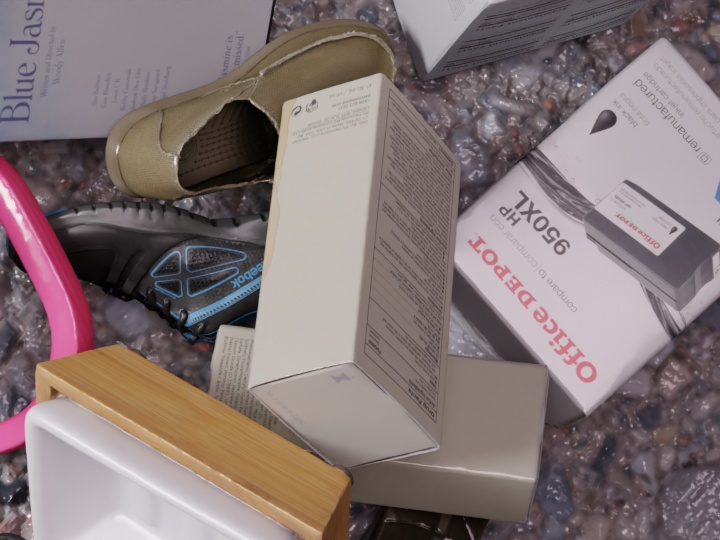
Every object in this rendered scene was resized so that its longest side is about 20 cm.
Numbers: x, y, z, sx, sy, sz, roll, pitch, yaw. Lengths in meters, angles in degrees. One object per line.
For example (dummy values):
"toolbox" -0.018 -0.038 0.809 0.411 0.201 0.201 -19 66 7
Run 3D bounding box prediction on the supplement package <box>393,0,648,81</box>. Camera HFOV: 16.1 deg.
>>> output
"supplement package" 0.093 -0.241 1.538 0.147 0.200 0.191 -16 84 -12

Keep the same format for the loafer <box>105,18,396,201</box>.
"loafer" -0.054 -0.088 1.535 0.200 0.067 0.076 -29 125 -22

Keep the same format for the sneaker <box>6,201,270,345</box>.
"sneaker" -0.113 0.002 1.531 0.200 0.073 0.082 2 85 -7

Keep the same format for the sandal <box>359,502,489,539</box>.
"sandal" 0.010 0.191 1.533 0.082 0.055 0.200 35 63 -7

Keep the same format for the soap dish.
"soap dish" -0.094 0.141 1.445 0.200 0.157 0.081 29 50 23

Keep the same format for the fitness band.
"fitness band" -0.241 0.013 1.496 0.144 0.037 0.200 -30 87 15

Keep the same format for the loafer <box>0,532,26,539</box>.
"loafer" -0.279 0.205 1.472 0.200 0.068 0.070 -12 74 -14

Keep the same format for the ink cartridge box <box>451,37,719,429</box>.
"ink cartridge box" 0.153 -0.021 1.570 0.200 0.084 0.145 -42 89 -12

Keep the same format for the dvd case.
"dvd case" -0.138 -0.146 1.502 0.200 0.018 0.143 -5 116 -34

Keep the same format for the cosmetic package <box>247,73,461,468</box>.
"cosmetic package" 0.000 0.000 1.458 0.073 0.104 0.200 -14 50 28

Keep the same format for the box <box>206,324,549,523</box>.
"box" 0.008 0.091 1.513 0.200 0.068 0.082 9 61 2
